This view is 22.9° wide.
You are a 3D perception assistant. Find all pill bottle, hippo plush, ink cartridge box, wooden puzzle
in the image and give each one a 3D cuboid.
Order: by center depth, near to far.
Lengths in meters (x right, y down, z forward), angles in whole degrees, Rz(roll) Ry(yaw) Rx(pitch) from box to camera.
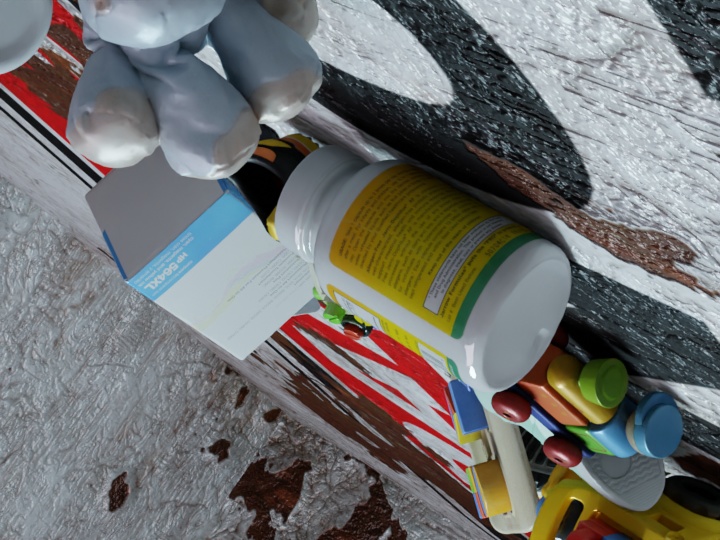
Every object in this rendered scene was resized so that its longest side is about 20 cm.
[{"bbox_3d":[-0.096,-0.167,0.973,0.161,0.158,0.202,99,160,-61],"label":"hippo plush"},{"bbox_3d":[0.039,-0.009,1.241,0.199,0.113,0.113,31,170,30],"label":"pill bottle"},{"bbox_3d":[-0.356,-0.241,1.529,0.116,0.116,0.199,42,169,-38],"label":"pill bottle"},{"bbox_3d":[-0.128,-0.024,1.619,0.200,0.125,0.129,40,-167,-46],"label":"ink cartridge box"},{"bbox_3d":[0.123,0.175,1.781,0.200,0.046,0.187,116,140,-79],"label":"wooden puzzle"}]

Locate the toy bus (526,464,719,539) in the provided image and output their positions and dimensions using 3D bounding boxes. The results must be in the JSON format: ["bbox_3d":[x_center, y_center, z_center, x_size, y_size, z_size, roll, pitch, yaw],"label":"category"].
[{"bbox_3d":[0.216,0.240,1.574,0.191,0.137,0.199,1,-157,-48],"label":"toy bus"}]

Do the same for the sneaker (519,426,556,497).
[{"bbox_3d":[0.219,0.225,1.898,0.199,0.078,0.090,28,171,39],"label":"sneaker"}]

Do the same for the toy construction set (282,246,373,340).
[{"bbox_3d":[0.000,0.000,1.500,0.131,0.092,0.199,42,169,-35],"label":"toy construction set"}]

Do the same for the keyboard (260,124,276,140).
[{"bbox_3d":[-0.149,-0.151,1.520,0.199,0.021,0.127,32,171,22],"label":"keyboard"}]

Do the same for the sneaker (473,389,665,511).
[{"bbox_3d":[0.178,0.130,1.552,0.200,0.074,0.118,46,165,-1],"label":"sneaker"}]

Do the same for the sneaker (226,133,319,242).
[{"bbox_3d":[-0.029,-0.025,1.355,0.090,0.070,0.200,-12,-128,-50],"label":"sneaker"}]

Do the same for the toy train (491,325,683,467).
[{"bbox_3d":[0.158,0.080,1.384,0.200,0.085,0.115,41,159,-31],"label":"toy train"}]

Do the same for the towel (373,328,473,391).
[{"bbox_3d":[0.031,0.035,1.717,0.199,0.024,0.145,28,157,48],"label":"towel"}]
